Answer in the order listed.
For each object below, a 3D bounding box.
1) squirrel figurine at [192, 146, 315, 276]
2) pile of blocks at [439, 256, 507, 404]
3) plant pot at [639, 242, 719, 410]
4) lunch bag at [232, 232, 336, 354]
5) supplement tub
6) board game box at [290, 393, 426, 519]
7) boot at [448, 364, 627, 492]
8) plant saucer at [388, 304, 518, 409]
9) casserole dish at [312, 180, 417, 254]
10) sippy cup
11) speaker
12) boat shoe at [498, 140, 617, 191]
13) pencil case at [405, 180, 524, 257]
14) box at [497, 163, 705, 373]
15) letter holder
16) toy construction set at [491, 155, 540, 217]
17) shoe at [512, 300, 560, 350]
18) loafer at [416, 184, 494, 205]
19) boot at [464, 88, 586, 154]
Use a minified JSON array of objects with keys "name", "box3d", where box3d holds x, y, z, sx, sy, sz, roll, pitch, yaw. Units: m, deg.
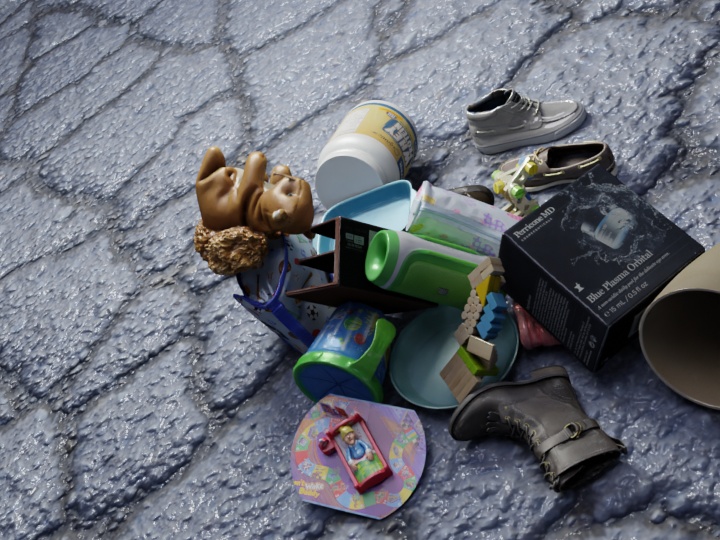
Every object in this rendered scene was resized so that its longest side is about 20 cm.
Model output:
[{"name":"squirrel figurine","box3d":[-0.157,-0.074,1.629,0.185,0.141,0.202,19,79,35]},{"name":"pile of blocks","box3d":[0.176,0.084,1.476,0.082,0.062,0.202,27,106,48]},{"name":"plant pot","box3d":[0.480,0.043,1.379,0.186,0.189,0.200,8,39,35]},{"name":"lunch bag","box3d":[-0.116,0.034,1.704,0.123,0.170,0.201,-33,41,13]},{"name":"supplement tub","box3d":[0.010,-0.187,1.843,0.143,0.146,0.201,-7,30,24]},{"name":"board game box","box3d":[-0.010,0.250,1.493,0.198,0.039,0.159,8,67,22]},{"name":"boot","box3d":[0.226,0.218,1.411,0.198,0.070,0.175,-25,41,2]},{"name":"plant saucer","box3d":[0.139,0.127,1.575,0.198,0.036,0.201,-15,43,15]},{"name":"casserole dish","box3d":[0.014,-0.071,1.725,0.198,0.039,0.122,-19,45,27]},{"name":"sippy cup","box3d":[-0.014,0.123,1.587,0.176,0.140,0.131,2,50,30]},{"name":"speaker","box3d":[0.110,0.003,1.538,0.088,0.198,0.089,-45,37,49]},{"name":"boat shoe","box3d":[0.313,-0.173,1.751,0.198,0.060,0.072,-1,49,29]},{"name":"pencil case","box3d":[0.166,-0.062,1.599,0.198,0.084,0.091,21,19,-1]},{"name":"box","box3d":[0.321,-0.006,1.475,0.196,0.118,0.200,-34,60,-22]},{"name":"letter holder","box3d":[0.000,0.000,1.620,0.141,0.199,0.102,-14,70,48]},{"name":"toy construction set","box3d":[0.198,-0.085,1.677,0.198,0.132,0.093,-26,40,5]},{"name":"shoe","box3d":[0.263,0.026,1.575,0.090,0.072,0.202,-12,49,11]},{"name":"loafer","box3d":[0.121,-0.087,1.766,0.198,0.073,0.072,-14,43,18]},{"name":"boot","box3d":[0.278,-0.267,1.836,0.198,0.096,0.074,-17,43,14]}]
